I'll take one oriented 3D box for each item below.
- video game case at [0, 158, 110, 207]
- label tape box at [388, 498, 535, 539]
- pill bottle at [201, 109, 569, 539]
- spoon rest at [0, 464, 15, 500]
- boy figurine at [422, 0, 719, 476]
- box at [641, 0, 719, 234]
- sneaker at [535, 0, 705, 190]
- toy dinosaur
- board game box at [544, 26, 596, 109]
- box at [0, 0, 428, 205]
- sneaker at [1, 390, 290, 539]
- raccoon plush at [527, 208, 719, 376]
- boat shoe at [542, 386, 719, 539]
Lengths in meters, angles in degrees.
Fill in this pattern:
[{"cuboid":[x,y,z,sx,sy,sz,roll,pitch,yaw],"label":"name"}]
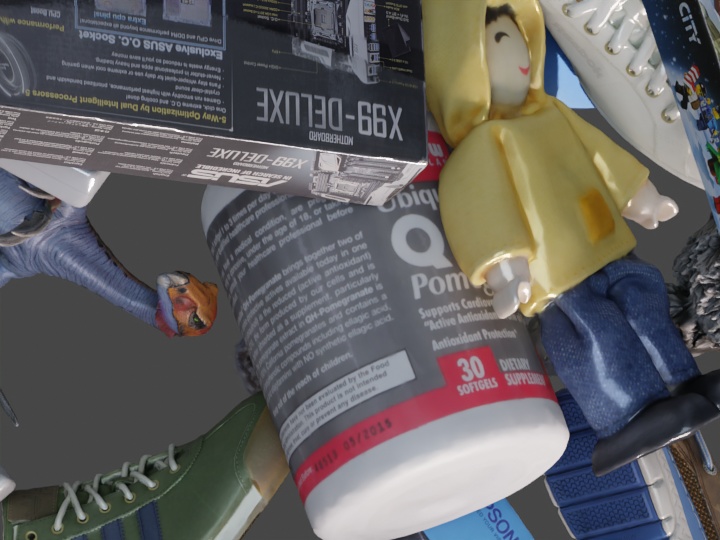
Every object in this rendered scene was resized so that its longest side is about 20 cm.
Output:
[{"cuboid":[-0.162,-0.124,1.000,0.199,0.182,0.023,28,129,0],"label":"video game case"},{"cuboid":[0.009,0.199,1.034,0.200,0.066,0.144,-35,90,-23],"label":"label tape box"},{"cuboid":[0.000,0.000,1.006,0.110,0.111,0.201,-21,72,1],"label":"pill bottle"},{"cuboid":[-0.217,0.032,1.055,0.099,0.061,0.200,-40,76,-1],"label":"spoon rest"},{"cuboid":[0.081,-0.024,0.972,0.064,0.124,0.201,-32,81,42],"label":"boy figurine"},{"cuboid":[0.198,-0.044,0.959,0.136,0.038,0.201,-18,89,-25],"label":"box"},{"cuboid":[0.100,-0.105,0.982,0.073,0.085,0.200,-44,80,13],"label":"sneaker"},{"cuboid":[-0.139,-0.039,1.019,0.181,0.105,0.201,21,53,-24],"label":"toy dinosaur"},{"cuboid":[0.093,-0.166,1.056,0.158,0.039,0.201,-27,85,6],"label":"board game box"},{"cuboid":[-0.074,-0.115,0.925,0.199,0.050,0.158,6,69,-23],"label":"box"},{"cuboid":[-0.109,0.115,1.040,0.090,0.067,0.200,38,92,-3],"label":"sneaker"},{"cuboid":[0.159,-0.037,1.031,0.199,0.097,0.135,-8,82,1],"label":"raccoon plush"},{"cuboid":[0.140,0.133,1.025,0.072,0.072,0.201,-13,96,45],"label":"boat shoe"}]
